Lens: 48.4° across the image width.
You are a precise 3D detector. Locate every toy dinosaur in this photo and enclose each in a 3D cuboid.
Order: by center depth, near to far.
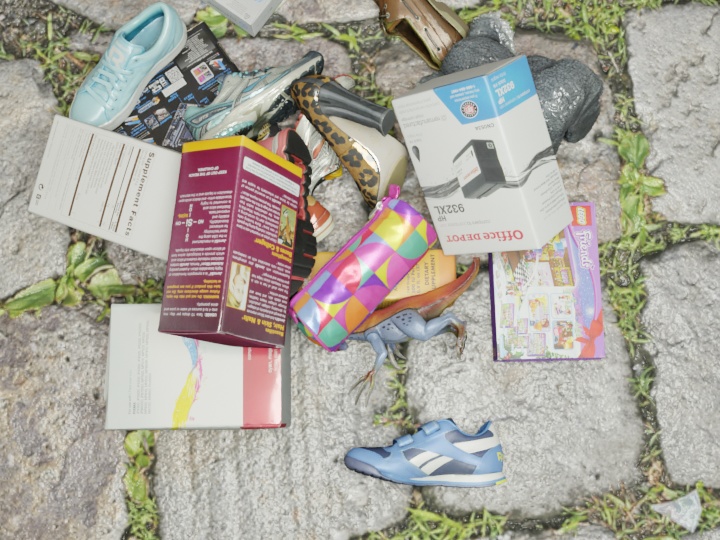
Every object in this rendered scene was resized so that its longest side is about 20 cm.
[{"bbox_3d":[0.040,0.065,0.979,0.180,0.105,0.202,13,91,12],"label":"toy dinosaur"}]

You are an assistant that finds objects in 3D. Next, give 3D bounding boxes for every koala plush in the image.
[{"bbox_3d":[0.182,-0.225,1.005,0.200,0.184,0.177,42,83,16],"label":"koala plush"}]

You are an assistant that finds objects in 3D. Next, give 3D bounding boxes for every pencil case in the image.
[{"bbox_3d":[0.000,0.000,0.940,0.088,0.088,0.200,40,82,6],"label":"pencil case"}]

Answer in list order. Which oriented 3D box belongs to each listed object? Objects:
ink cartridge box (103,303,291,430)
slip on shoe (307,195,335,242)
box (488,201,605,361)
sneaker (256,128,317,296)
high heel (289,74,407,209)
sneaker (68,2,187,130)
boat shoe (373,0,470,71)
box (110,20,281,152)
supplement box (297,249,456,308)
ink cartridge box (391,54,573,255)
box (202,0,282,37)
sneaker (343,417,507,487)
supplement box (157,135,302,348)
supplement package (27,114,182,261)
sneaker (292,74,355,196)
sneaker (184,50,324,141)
[{"bbox_3d":[-0.186,0.116,0.954,0.198,0.145,0.146,-1,80,-1],"label":"ink cartridge box"},{"bbox_3d":[-0.129,-0.032,1.001,0.199,0.074,0.061,-30,112,10],"label":"slip on shoe"},{"bbox_3d":[0.234,0.015,1.023,0.136,0.039,0.202,-1,81,1],"label":"box"},{"bbox_3d":[-0.104,-0.062,0.940,0.086,0.074,0.202,-8,73,26],"label":"sneaker"},{"bbox_3d":[-0.016,-0.154,0.996,0.142,0.201,0.072,28,63,23],"label":"high heel"},{"bbox_3d":[-0.302,-0.259,1.002,0.074,0.082,0.201,34,82,8],"label":"sneaker"},{"bbox_3d":[0.055,-0.348,1.067,0.200,0.072,0.068,40,82,6],"label":"boat shoe"},{"bbox_3d":[-0.229,-0.191,1.054,0.199,0.050,0.199,-35,83,-6],"label":"box"},{"bbox_3d":[0.020,0.013,1.011,0.198,0.069,0.067,-2,78,2],"label":"supplement box"},{"bbox_3d":[0.140,-0.125,0.921,0.084,0.145,0.201,-35,111,-38],"label":"ink cartridge box"},{"bbox_3d":[-0.149,-0.446,1.100,0.155,0.041,0.201,35,81,6],"label":"box"},{"bbox_3d":[0.079,0.220,0.976,0.198,0.074,0.083,3,79,-7],"label":"sneaker"},{"bbox_3d":[-0.133,-0.025,0.840,0.085,0.110,0.202,-1,77,31],"label":"supplement box"},{"bbox_3d":[-0.260,-0.091,0.948,0.199,0.121,0.121,19,93,14],"label":"supplement package"},{"bbox_3d":[-0.053,-0.159,1.042,0.082,0.078,0.201,25,89,-3],"label":"sneaker"},{"bbox_3d":[-0.133,-0.224,1.000,0.200,0.078,0.086,-40,80,-15],"label":"sneaker"}]
